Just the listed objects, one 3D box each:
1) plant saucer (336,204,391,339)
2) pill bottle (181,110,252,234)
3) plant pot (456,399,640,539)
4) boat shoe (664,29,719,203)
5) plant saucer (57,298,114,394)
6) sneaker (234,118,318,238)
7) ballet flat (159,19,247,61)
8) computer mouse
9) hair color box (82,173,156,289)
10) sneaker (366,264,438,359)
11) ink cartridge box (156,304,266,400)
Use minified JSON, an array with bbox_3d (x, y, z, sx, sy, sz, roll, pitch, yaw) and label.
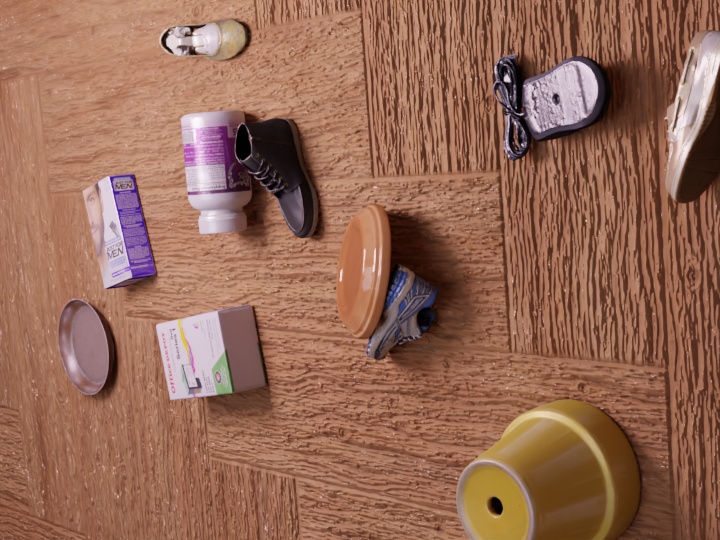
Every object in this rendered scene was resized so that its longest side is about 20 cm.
[{"bbox_3d":[0.000,0.000,1.733,0.200,0.037,0.203,-173,90,-75],"label":"plant saucer"},{"bbox_3d":[-0.241,-0.166,1.971,0.111,0.111,0.203,1,99,45],"label":"pill bottle"},{"bbox_3d":[0.230,0.285,1.510,0.199,0.187,0.204,10,104,45],"label":"plant pot"},{"bbox_3d":[0.391,-0.180,1.348,0.069,0.073,0.203,39,123,48],"label":"boat shoe"},{"bbox_3d":[-0.570,0.158,2.429,0.199,0.032,0.203,9,103,44],"label":"plant saucer"},{"bbox_3d":[-0.141,-0.144,1.873,0.074,0.105,0.203,-23,81,45],"label":"sneaker"},{"bbox_3d":[-0.277,-0.396,1.998,0.198,0.070,0.072,9,104,44],"label":"ballet flat"},{"bbox_3d":[0.256,-0.223,1.493,0.199,0.052,0.141,-5,93,57],"label":"computer mouse"},{"bbox_3d":[-0.471,-0.075,2.261,0.109,0.064,0.203,-19,82,47],"label":"hair color box"},{"bbox_3d":[0.064,0.079,1.723,0.084,0.078,0.201,19,143,-1],"label":"sneaker"},{"bbox_3d":[-0.270,0.149,2.077,0.199,0.083,0.147,-12,88,47],"label":"ink cartridge box"}]
